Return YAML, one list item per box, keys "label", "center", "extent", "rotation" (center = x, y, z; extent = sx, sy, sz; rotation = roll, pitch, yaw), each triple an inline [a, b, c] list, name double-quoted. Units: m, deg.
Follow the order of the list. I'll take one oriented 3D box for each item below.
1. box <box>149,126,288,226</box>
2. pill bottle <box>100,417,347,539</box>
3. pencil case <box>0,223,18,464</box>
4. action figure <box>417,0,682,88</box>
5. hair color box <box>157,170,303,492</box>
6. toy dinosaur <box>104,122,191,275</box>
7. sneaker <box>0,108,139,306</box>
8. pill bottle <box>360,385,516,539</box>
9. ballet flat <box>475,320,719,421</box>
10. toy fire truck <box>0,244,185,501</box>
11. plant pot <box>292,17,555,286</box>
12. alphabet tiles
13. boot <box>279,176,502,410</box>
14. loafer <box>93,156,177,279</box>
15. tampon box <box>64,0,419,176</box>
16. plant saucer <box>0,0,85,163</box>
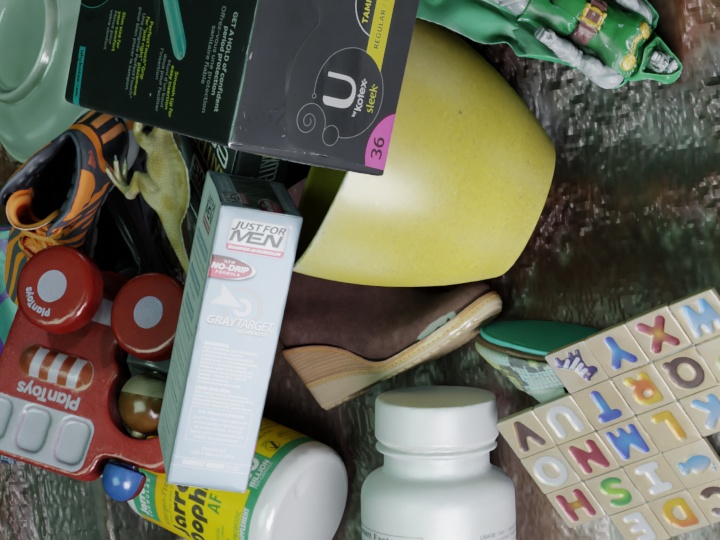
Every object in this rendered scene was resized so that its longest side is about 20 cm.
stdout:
- label: "box"
  center: [-0.115, -0.135, 1.344]
  extent: [0.201, 0.049, 0.158]
  rotation: [63, 153, 29]
- label: "pill bottle"
  center: [-0.119, 0.160, 1.417]
  extent: [0.199, 0.112, 0.114]
  rotation: [21, 108, 31]
- label: "pencil case"
  center: [-0.280, 0.059, 1.531]
  extent: [0.092, 0.085, 0.202]
  rotation: [-6, 93, 38]
- label: "action figure"
  center: [0.131, -0.179, 1.184]
  extent: [0.199, 0.055, 0.119]
  rotation: [28, 86, -15]
- label: "hair color box"
  center: [-0.094, 0.042, 1.249]
  extent: [0.099, 0.060, 0.202]
  rotation: [-122, 42, -70]
- label: "toy dinosaur"
  center: [-0.143, -0.060, 1.312]
  extent: [0.101, 0.058, 0.202]
  rotation: [30, 129, 57]
- label: "sneaker"
  center: [-0.252, -0.039, 1.400]
  extent: [0.077, 0.112, 0.201]
  rotation: [32, 118, 8]
- label: "pill bottle"
  center: [0.057, 0.190, 1.299]
  extent: [0.114, 0.114, 0.202]
  rotation: [3, 98, 34]
- label: "ballet flat"
  center: [0.171, 0.071, 1.238]
  extent: [0.199, 0.069, 0.072]
  rotation: [-3, 107, 33]
- label: "toy fire truck"
  center: [-0.191, 0.084, 1.367]
  extent: [0.199, 0.112, 0.169]
  rotation: [15, 82, 20]
- label: "plant pot"
  center: [0.051, -0.069, 1.234]
  extent: [0.141, 0.200, 0.201]
  rotation: [21, 113, -9]
- label: "alphabet tiles"
  center: [0.196, 0.110, 1.211]
  extent: [0.199, 0.008, 0.168]
  rotation: [-25, 110, 34]
- label: "boot"
  center: [0.000, 0.000, 1.336]
  extent: [0.199, 0.072, 0.167]
  rotation: [-28, 83, 38]
- label: "loafer"
  center: [-0.202, -0.010, 1.479]
  extent: [0.071, 0.063, 0.202]
  rotation: [-17, 87, 34]
- label: "tampon box"
  center: [-0.075, -0.155, 1.128]
  extent: [0.199, 0.126, 0.151]
  rotation: [19, 99, 49]
- label: "plant saucer"
  center: [-0.267, -0.188, 1.470]
  extent: [0.199, 0.050, 0.202]
  rotation: [-13, 72, 47]
